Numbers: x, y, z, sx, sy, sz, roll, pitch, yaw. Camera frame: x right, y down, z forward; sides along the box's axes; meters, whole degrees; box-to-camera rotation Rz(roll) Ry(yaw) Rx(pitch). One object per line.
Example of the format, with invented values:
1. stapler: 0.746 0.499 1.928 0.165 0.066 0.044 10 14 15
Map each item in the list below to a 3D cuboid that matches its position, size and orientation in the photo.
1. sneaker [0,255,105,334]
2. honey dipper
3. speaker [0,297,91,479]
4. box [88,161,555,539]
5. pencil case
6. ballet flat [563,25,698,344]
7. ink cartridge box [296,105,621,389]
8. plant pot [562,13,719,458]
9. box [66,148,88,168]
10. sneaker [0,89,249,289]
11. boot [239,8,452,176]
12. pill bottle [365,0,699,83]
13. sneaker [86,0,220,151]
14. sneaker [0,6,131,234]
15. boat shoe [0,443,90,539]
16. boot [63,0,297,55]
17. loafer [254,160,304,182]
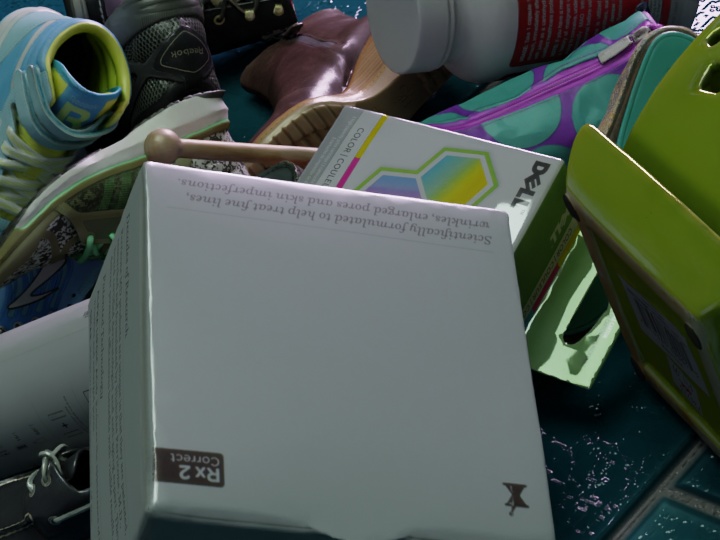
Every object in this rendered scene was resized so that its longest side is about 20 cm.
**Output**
1. sneaker: -0.197 0.026 1.365 0.199 0.079 0.090 -31 41 -14
2. honey dipper: -0.049 -0.073 1.360 0.199 0.038 0.038 3 21 -37
3. speaker: -0.183 0.070 1.250 0.199 0.081 0.081 -21 31 33
4. box: -0.026 0.073 1.070 0.197 0.131 0.201 8 53 -17
5. pencil case: 0.110 -0.089 1.353 0.199 0.093 0.085 -26 50 -5
6. ballet flat: 0.153 -0.046 1.285 0.068 0.067 0.201 28 85 -1
7. ink cartridge box: 0.057 -0.016 1.223 0.199 0.059 0.104 17 61 28
8. plant pot: 0.226 -0.009 1.117 0.181 0.200 0.200 -31 38 -6
9. box: -0.276 -0.084 1.546 0.100 0.075 0.200 -34 37 -20
10. sneaker: -0.143 -0.030 1.339 0.199 0.089 0.077 -35 0 -19
11. boot: -0.039 -0.110 1.491 0.200 0.073 0.166 -38 28 -21
12. pill bottle: 0.109 -0.182 1.410 0.199 0.113 0.112 -11 32 -22
13. sneaker: -0.149 -0.100 1.476 0.076 0.115 0.199 -10 -14 -31
14. sneaker: -0.210 -0.074 1.389 0.130 0.079 0.202 7 81 58
15. boat shoe: -0.147 0.110 1.183 0.199 0.063 0.073 -15 33 17
16. boot: -0.127 -0.191 1.545 0.153 0.074 0.204 -13 -5 2
17. loafer: -0.107 0.006 1.307 0.200 0.063 0.072 -45 37 2
